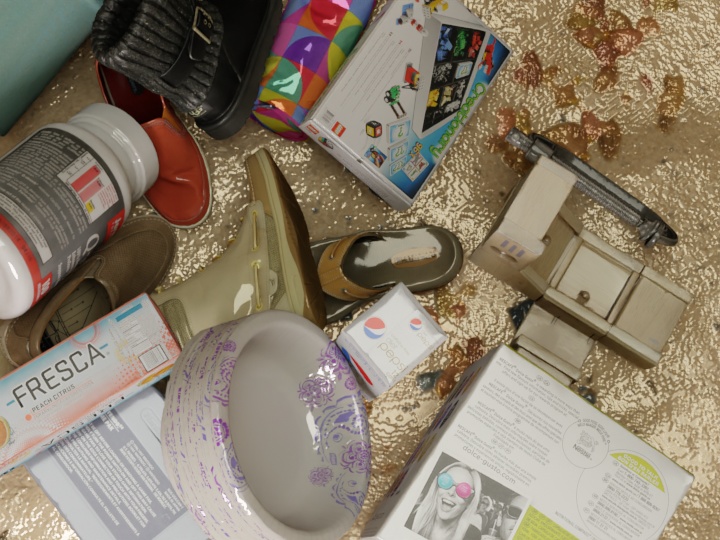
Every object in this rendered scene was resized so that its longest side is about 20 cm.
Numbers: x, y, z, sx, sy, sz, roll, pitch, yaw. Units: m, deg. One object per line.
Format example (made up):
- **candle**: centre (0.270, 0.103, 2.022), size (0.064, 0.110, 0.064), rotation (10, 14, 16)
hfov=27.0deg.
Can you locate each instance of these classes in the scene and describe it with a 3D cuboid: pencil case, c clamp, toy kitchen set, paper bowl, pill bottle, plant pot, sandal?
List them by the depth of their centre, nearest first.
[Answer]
- **paper bowl**: centre (-0.088, 0.141, 1.259), size (0.104, 0.200, 0.202), rotation (-17, 80, 33)
- **pill bottle**: centre (-0.273, -0.058, 1.316), size (0.116, 0.116, 0.200), rotation (41, 51, 2)
- **toy kitchen set**: centre (0.191, 0.033, 1.355), size (0.199, 0.180, 0.164), rotation (31, 81, 1)
- **plant pot**: centre (-0.330, -0.241, 1.360), size (0.200, 0.200, 0.197), rotation (34, 88, 1)
- **c clamp**: centre (0.214, -0.075, 1.389), size (0.200, 0.171, 0.027), rotation (33, 103, -4)
- **sandal**: centre (0.000, 0.000, 1.406), size (0.199, 0.054, 0.081), rotation (-14, 82, -1)
- **pencil case**: centre (-0.046, -0.221, 1.426), size (0.088, 0.088, 0.201), rotation (28, 78, 0)

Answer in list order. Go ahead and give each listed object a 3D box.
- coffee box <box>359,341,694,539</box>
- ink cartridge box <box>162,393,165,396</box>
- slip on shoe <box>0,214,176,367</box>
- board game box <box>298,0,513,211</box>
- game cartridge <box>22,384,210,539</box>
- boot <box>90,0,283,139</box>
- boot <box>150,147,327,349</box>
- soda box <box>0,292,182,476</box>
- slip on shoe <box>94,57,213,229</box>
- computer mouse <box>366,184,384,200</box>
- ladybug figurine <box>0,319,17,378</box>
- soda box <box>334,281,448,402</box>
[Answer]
- **coffee box**: centre (0.138, 0.206, 1.312), size (0.200, 0.200, 0.198), rotation (34, 80, 2)
- **ink cartridge box**: centre (-0.193, 0.171, 1.358), size (0.199, 0.068, 0.117), rotation (29, 79, -1)
- **slip on shoe**: centre (-0.234, 0.018, 1.351), size (0.200, 0.060, 0.076), rotation (-37, 111, -32)
- **board game box**: centre (0.046, -0.172, 1.415), size (0.126, 0.035, 0.200), rotation (40, 68, -14)
- **game cartridge**: centre (-0.207, 0.169, 1.304), size (0.133, 0.041, 0.200), rotation (-38, 85, -5)
- **boot**: centre (-0.153, -0.239, 1.362), size (0.158, 0.079, 0.212), rotation (35, 49, -38)
- **boot**: centre (-0.123, -0.007, 1.387), size (0.155, 0.073, 0.201), rotation (-22, 60, 11)
- **soda box**: centre (-0.246, 0.099, 1.261), size (0.199, 0.068, 0.064), rotation (-31, 82, -10)
- **slip on shoe**: centre (-0.195, -0.128, 1.388), size (0.074, 0.061, 0.201), rotation (-18, 105, 8)
- **computer mouse**: centre (0.046, -0.159, 1.452), size (0.058, 0.034, 0.201), rotation (24, 72, -16)
- **ladybug figurine**: centre (-0.364, 0.038, 1.362), size (0.135, 0.072, 0.201), rotation (4, 80, -5)
- **soda box**: centre (0.021, 0.067, 1.325), size (0.068, 0.200, 0.064), rotation (-40, 87, -9)
